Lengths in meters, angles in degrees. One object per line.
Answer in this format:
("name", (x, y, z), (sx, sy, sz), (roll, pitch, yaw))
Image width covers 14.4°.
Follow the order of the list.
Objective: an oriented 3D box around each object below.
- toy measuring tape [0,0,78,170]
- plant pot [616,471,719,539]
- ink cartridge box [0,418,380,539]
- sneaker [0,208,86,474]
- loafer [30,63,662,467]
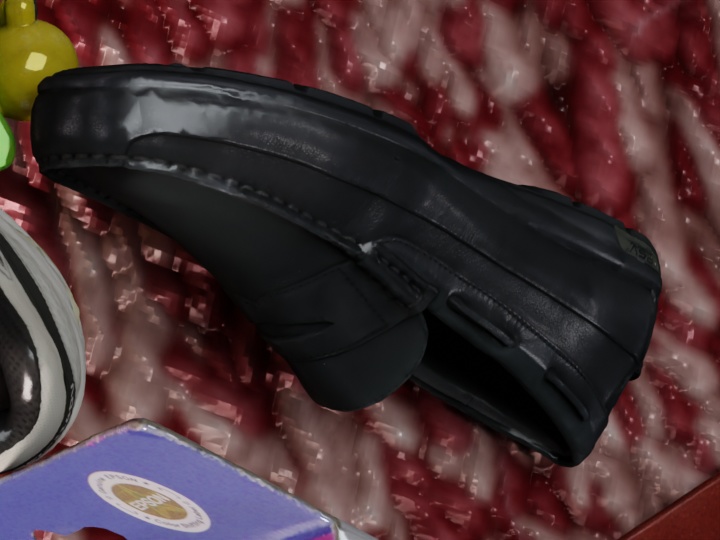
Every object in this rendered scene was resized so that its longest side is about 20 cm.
("toy measuring tape", (-0.165, -0.053, 0.675), (0.199, 0.074, 0.074), (-4, 79, -18))
("plant pot", (0.175, 0.138, 0.734), (0.199, 0.200, 0.177), (-30, 102, -30))
("ink cartridge box", (-0.007, 0.108, 0.636), (0.199, 0.196, 0.043), (27, 66, -19))
("sneaker", (-0.141, -0.024, 0.607), (0.199, 0.088, 0.076), (31, 91, -10))
("loafer", (0.000, 0.000, 0.727), (0.200, 0.068, 0.071), (22, 77, -39))
